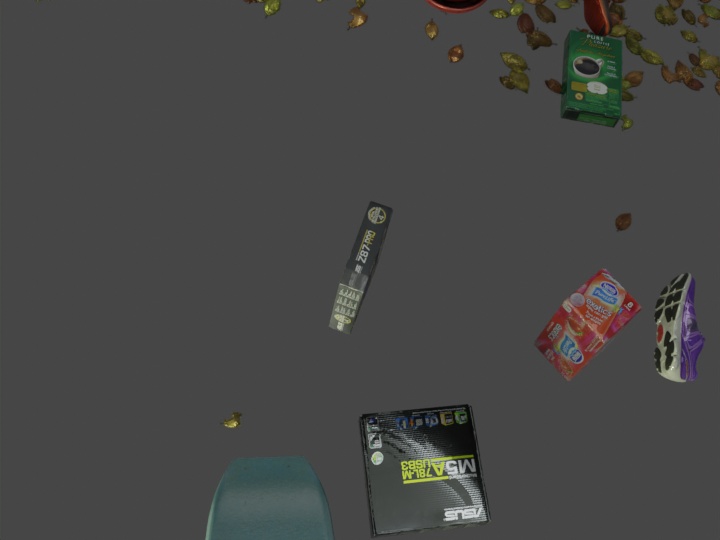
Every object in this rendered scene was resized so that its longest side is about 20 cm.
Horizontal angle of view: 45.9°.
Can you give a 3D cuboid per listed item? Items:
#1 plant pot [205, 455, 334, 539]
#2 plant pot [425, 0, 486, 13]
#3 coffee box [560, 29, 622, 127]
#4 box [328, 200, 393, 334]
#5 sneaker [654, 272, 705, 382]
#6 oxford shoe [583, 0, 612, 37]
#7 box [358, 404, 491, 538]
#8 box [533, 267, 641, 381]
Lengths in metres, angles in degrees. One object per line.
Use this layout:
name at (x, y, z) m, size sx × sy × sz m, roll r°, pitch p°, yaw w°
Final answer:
plant pot at (-0.137, 0.394, 1.277) m, size 0.192 × 0.198 × 0.203 m, roll -1°, pitch 56°, yaw -7°
plant pot at (0.205, -0.664, 1.783) m, size 0.196 × 0.183 × 0.204 m, roll 2°, pitch 66°, yaw -5°
coffee box at (0.482, -0.400, 1.772) m, size 0.120 × 0.044 × 0.204 m, roll 9°, pitch 66°, yaw -3°
box at (0.000, 0.000, 1.455) m, size 0.048 × 0.201 × 0.164 m, roll 18°, pitch 66°, yaw 1°
sneaker at (0.588, 0.106, 1.553) m, size 0.082 × 0.081 × 0.204 m, roll 15°, pitch 74°, yaw -13°
oxford shoe at (0.525, -0.594, 1.851) m, size 0.071 × 0.071 × 0.204 m, roll -2°, pitch 66°, yaw -13°
box at (0.102, 0.329, 1.404) m, size 0.196 × 0.048 × 0.197 m, roll -3°, pitch 64°, yaw -7°
box at (0.384, 0.097, 1.453) m, size 0.099 × 0.201 × 0.096 m, roll -36°, pitch 72°, yaw -20°
